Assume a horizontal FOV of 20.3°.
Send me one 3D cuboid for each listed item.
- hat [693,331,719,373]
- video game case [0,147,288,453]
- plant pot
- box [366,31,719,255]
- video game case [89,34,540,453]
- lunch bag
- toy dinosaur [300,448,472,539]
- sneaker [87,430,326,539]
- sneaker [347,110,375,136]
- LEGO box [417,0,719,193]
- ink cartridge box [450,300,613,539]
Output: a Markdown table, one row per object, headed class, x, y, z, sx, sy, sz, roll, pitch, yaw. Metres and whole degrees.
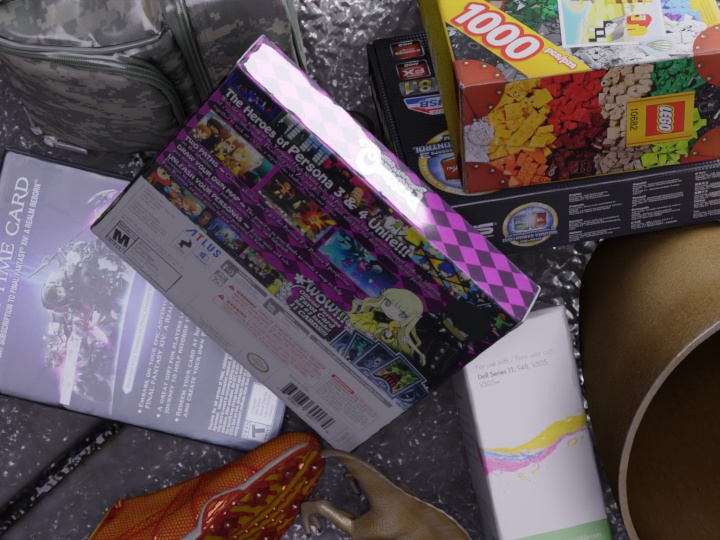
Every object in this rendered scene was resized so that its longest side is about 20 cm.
| class | x | y | z | sx | sy | sz | roll | pitch | yaw |
| --- | --- | --- | --- | --- | --- | --- | --- | --- | --- |
| hat | 0.295 | 0.063 | 1.199 | 0.199 | 0.081 | 0.203 | 0 | 90 | -2 |
| video game case | -0.131 | 0.020 | 1.202 | 0.198 | 0.019 | 0.144 | 13 | 89 | -3 |
| plant pot | 0.198 | 0.052 | 1.118 | 0.185 | 0.200 | 0.188 | -6 | 116 | -12 |
| box | 0.113 | -0.084 | 1.153 | 0.198 | 0.161 | 0.045 | -9 | 133 | -3 |
| video game case | -0.029 | -0.006 | 1.093 | 0.200 | 0.181 | 0.036 | 41 | 47 | -6 |
| lunch bag | -0.124 | -0.145 | 1.112 | 0.166 | 0.200 | 0.140 | -17 | 77 | -2 |
| toy dinosaur | 0.018 | 0.138 | 1.163 | 0.200 | 0.101 | 0.058 | 50 | 61 | -34 |
| sneaker | -0.110 | 0.149 | 1.176 | 0.199 | 0.073 | 0.077 | -34 | 54 | -6 |
| sneaker | 0.000 | 0.000 | 1.176 | 0.076 | 0.082 | 0.202 | 10 | 120 | 21 |
| LEGO box | 0.113 | -0.143 | 1.127 | 0.147 | 0.201 | 0.078 | -8 | 133 | -2 |
| ink cartridge box | 0.093 | 0.082 | 1.167 | 0.067 | 0.117 | 0.202 | -12 | 91 | -2 |
